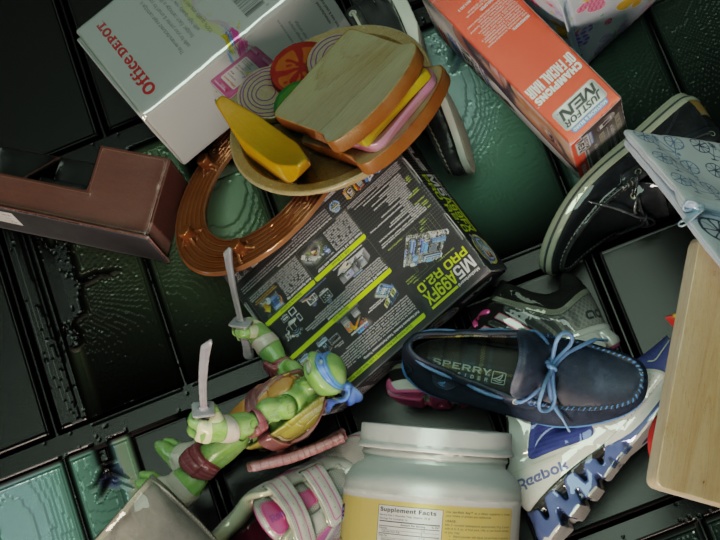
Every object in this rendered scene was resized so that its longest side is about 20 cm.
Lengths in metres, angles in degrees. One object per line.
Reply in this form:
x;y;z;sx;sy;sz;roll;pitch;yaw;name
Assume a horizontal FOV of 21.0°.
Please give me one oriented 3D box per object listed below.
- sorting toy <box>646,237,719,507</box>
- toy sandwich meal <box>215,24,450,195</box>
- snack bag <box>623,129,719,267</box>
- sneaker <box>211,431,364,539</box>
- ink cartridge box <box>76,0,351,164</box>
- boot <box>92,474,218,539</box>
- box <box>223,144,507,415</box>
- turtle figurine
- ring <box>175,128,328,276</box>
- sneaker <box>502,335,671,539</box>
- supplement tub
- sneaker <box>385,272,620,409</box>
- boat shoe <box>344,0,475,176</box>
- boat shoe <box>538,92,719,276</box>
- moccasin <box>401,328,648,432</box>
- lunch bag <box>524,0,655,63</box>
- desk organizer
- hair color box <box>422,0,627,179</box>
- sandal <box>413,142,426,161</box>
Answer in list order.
0.320;0.098;1.543;0.198;0.070;0.201;17;77;-18;sorting toy
-0.028;-0.144;1.604;0.204;0.070;0.206;-15;48;17;toy sandwich meal
0.322;-0.040;1.543;0.021;0.188;0.200;-61;39;30;snack bag
-0.049;0.205;1.617;0.200;0.088;0.081;-40;71;-1;sneaker
-0.133;-0.215;1.731;0.200;0.085;0.145;-38;52;-2;ink cartridge box
-0.145;0.287;1.572;0.200;0.073;0.182;35;105;-7;boot
0.000;0.000;1.646;0.200;0.044;0.160;-42;76;20;box
-0.120;0.100;1.604;0.194;0.200;0.144;-44;42;23;turtle figurine
-0.090;-0.084;1.679;0.200;0.019;0.201;-28;39;26;ring
0.178;0.118;1.600;0.115;0.081;0.200;40;87;16;sneaker
0.054;0.225;1.547;0.145;0.145;0.201;3;85;12;supplement tub
0.113;0.056;1.635;0.199;0.074;0.088;-17;73;1;sneaker
0.043;-0.162;1.707;0.060;0.074;0.201;-24;69;4;boat shoe
0.230;-0.065;1.644;0.200;0.075;0.062;-43;65;-8;boat shoe
0.129;0.085;1.547;0.199;0.068;0.081;1;70;9;moccasin
0.200;-0.290;1.643;0.170;0.200;0.127;-43;72;-2;lunch bag
-0.263;-0.072;1.745;0.199;0.072;0.077;11;75;14;desk organizer
0.141;-0.178;1.672;0.064;0.111;0.200;-43;71;-1;hair color box
0.038;-0.058;1.677;0.045;0.075;0.200;-24;67;-43;sandal
